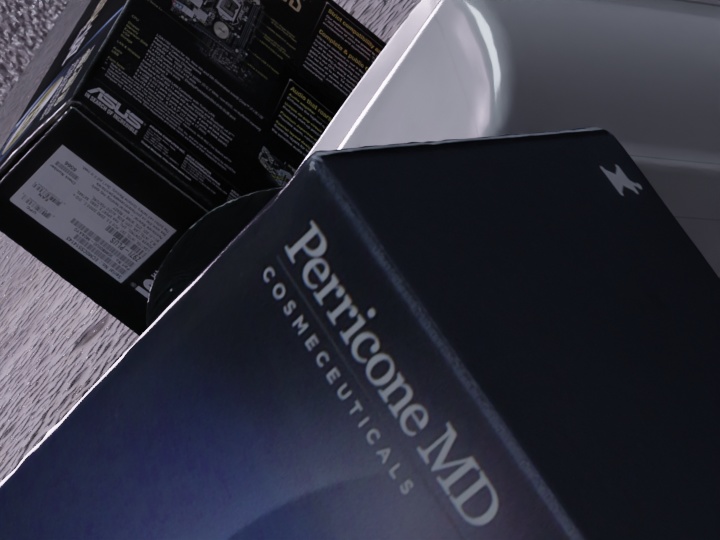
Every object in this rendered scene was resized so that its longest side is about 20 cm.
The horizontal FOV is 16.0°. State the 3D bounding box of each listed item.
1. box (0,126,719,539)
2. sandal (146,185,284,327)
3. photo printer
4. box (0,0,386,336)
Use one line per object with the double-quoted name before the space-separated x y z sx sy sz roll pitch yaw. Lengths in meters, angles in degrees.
"box" 0.014 0.108 0.536 0.198 0.200 0.123 -45 -20 28
"sandal" 0.000 -0.001 0.988 0.200 0.076 0.048 -11 1 23
"photo printer" 0.077 0.000 0.680 0.166 0.199 0.070 -54 44 43
"box" -0.043 -0.039 1.120 0.086 0.200 0.164 -40 19 41
